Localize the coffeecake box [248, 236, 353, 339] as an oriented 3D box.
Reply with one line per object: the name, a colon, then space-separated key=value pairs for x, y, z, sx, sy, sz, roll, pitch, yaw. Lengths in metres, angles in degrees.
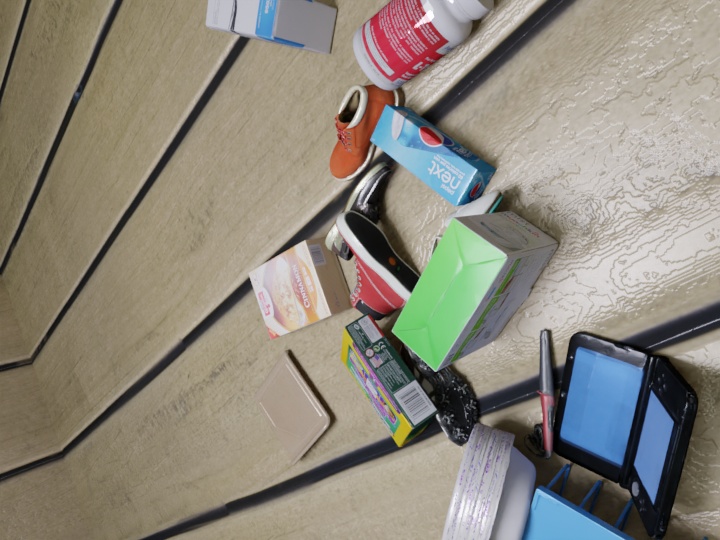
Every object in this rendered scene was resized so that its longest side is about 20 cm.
coffeecake box: x=-0.126 y=0.039 z=1.100 sx=0.200 sy=0.073 sz=0.154 roll=-25 pitch=83 yaw=41

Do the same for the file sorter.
file sorter: x=0.340 y=0.381 z=0.730 sx=0.200 sy=0.123 sz=0.139 roll=22 pitch=113 yaw=36

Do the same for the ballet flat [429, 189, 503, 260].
ballet flat: x=0.150 y=-0.048 z=0.835 sx=0.069 sy=0.069 sz=0.200 roll=43 pitch=132 yaw=27

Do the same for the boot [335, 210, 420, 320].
boot: x=0.000 y=0.000 z=0.954 sx=0.200 sy=0.072 sz=0.144 roll=49 pitch=133 yaw=-9

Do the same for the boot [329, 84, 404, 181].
boot: x=-0.018 y=-0.238 z=0.933 sx=0.075 sy=0.107 sz=0.200 roll=49 pitch=127 yaw=21

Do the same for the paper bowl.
paper bowl: x=0.194 y=0.340 z=0.798 sx=0.104 sy=0.201 sz=0.201 roll=16 pitch=109 yaw=19

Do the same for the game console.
game console: x=0.336 y=0.208 z=0.710 sx=0.116 sy=0.176 sz=0.201 roll=7 pitch=105 yaw=11

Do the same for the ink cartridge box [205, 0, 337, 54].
ink cartridge box: x=-0.167 y=-0.466 z=0.990 sx=0.200 sy=0.144 sz=0.084 roll=26 pitch=113 yaw=34

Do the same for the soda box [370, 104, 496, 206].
soda box: x=0.112 y=-0.186 z=0.858 sx=0.200 sy=0.064 sz=0.068 roll=43 pitch=123 yaw=26

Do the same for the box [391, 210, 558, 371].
box: x=0.168 y=0.025 z=0.774 sx=0.097 sy=0.176 sz=0.200 roll=41 pitch=123 yaw=27

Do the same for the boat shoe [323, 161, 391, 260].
boat shoe: x=0.007 y=-0.103 z=0.968 sx=0.065 sy=0.073 sz=0.200 roll=40 pitch=124 yaw=10

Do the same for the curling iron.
curling iron: x=0.273 y=0.189 z=0.811 sx=0.050 sy=0.025 sz=0.201 roll=11 pitch=104 yaw=56

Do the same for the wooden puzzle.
wooden puzzle: x=-0.154 y=0.307 z=1.206 sx=0.200 sy=0.037 sz=0.185 roll=54 pitch=128 yaw=25

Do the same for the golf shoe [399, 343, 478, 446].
golf shoe: x=0.131 y=0.202 z=0.922 sx=0.094 sy=0.078 sz=0.201 roll=-36 pitch=75 yaw=62

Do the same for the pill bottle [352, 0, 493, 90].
pill bottle: x=0.093 y=-0.369 z=0.806 sx=0.200 sy=0.112 sz=0.113 roll=-23 pitch=83 yaw=41

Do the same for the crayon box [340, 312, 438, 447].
crayon box: x=0.042 y=0.196 z=0.940 sx=0.200 sy=0.058 sz=0.173 roll=54 pitch=163 yaw=21
